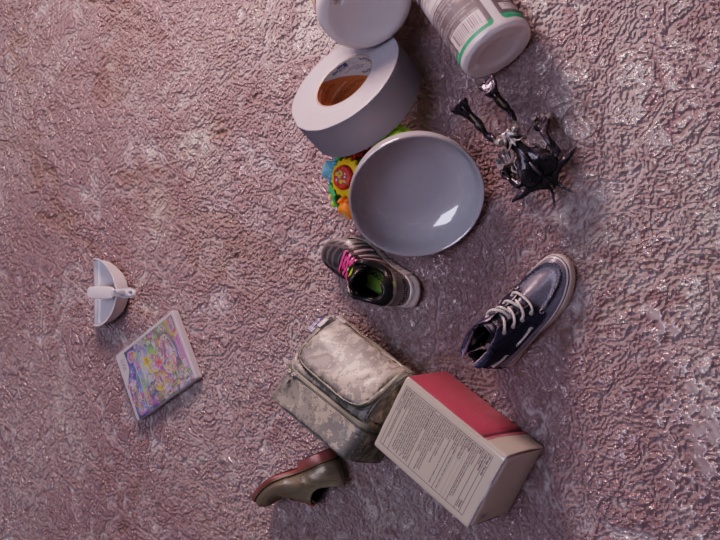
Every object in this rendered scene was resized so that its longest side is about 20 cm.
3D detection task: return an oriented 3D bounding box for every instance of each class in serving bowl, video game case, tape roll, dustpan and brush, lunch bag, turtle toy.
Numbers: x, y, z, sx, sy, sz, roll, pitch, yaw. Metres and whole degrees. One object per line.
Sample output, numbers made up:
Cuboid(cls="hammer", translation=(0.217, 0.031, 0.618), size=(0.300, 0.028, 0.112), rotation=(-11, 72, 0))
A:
Cuboid(cls="serving bowl", translation=(0.080, -0.122, 1.551), size=(0.200, 0.200, 0.066), rotation=(-56, 21, 25))
Cuboid(cls="video game case", translation=(-0.393, 0.186, 2.029), size=(0.200, 0.018, 0.143), rotation=(-36, 69, 34))
Cuboid(cls="tape roll", translation=(-0.008, -0.271, 1.610), size=(0.200, 0.066, 0.200), rotation=(-25, 41, 24))
Cuboid(cls="dustpan and brush", translation=(-0.491, 0.043, 2.080), size=(0.200, 0.057, 0.140), rotation=(-1, 90, 39))
Cuboid(cls="lunch bag", translation=(-0.018, 0.182, 1.651), size=(0.200, 0.139, 0.168), rotation=(35, 96, 33))
Cuboid(cls="turtle toy", translation=(0.017, -0.156, 1.633), size=(0.200, 0.101, 0.146), rotation=(-38, 68, 33))

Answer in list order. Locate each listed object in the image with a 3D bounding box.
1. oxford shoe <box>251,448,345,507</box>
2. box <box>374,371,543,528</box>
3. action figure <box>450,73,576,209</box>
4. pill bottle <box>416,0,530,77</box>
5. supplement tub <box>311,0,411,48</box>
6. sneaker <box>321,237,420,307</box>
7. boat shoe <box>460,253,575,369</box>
Cuboid(cls="oxford shoe", translation=(-0.107, 0.368, 1.763), size=(0.200, 0.070, 0.075), rotation=(-35, 74, 35))
Cuboid(cls="box", translation=(0.141, 0.256, 1.530), size=(0.200, 0.109, 0.128), rotation=(38, 113, 33))
Cuboid(cls="action figure", translation=(0.224, -0.179, 1.468), size=(0.119, 0.102, 0.200), rotation=(-40, 92, 24))
Cuboid(cls="pill bottle", translation=(0.149, -0.388, 1.513), size=(0.113, 0.113, 0.200), rotation=(-43, 64, 31))
Cuboid(cls="supplement tub", translation=(-0.013, -0.449, 1.596), size=(0.145, 0.145, 0.200), rotation=(-49, 38, 29))
Cuboid(cls="sneaker", translation=(0.000, 0.000, 1.657), size=(0.200, 0.087, 0.074), rotation=(33, 111, 35))
Cuboid(cls="boat shoe", translation=(0.220, 0.062, 1.473), size=(0.075, 0.093, 0.200), rotation=(43, 117, 30))
